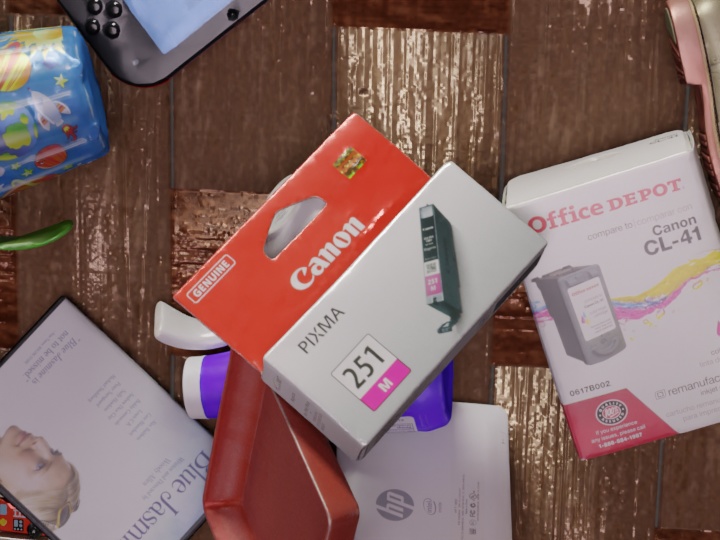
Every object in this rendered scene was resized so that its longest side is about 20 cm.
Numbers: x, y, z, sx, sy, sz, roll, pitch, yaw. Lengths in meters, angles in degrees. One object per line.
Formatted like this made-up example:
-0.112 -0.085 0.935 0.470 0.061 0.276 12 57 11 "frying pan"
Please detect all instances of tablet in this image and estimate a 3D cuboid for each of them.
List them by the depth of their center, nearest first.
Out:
0.045 0.175 1.416 0.129 0.201 0.014 3 137 -1 "tablet"

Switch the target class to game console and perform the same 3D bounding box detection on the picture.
-0.139 -0.250 1.404 0.200 0.031 0.177 -36 99 12 "game console"

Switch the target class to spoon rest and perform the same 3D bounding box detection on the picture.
-0.068 -0.007 1.437 0.060 0.100 0.200 35 121 -28 "spoon rest"

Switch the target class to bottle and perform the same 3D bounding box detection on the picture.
-0.031 0.082 1.450 0.199 0.084 0.065 -4 141 10 "bottle"

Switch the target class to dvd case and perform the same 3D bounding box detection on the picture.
-0.204 0.139 1.490 0.200 0.018 0.143 44 82 -7 "dvd case"

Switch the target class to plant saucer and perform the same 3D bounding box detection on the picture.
-0.055 0.168 1.372 0.036 0.200 0.200 -5 132 -21 "plant saucer"

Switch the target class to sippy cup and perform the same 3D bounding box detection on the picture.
-0.253 -0.115 1.404 0.129 0.140 0.178 -15 141 -2 "sippy cup"

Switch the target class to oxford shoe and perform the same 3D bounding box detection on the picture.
0.275 -0.103 1.384 0.073 0.071 0.201 -16 103 5 "oxford shoe"

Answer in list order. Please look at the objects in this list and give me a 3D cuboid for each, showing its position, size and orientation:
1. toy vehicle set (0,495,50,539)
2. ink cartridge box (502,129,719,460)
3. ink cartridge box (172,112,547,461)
-0.273 0.228 1.538 0.198 0.027 0.125 5 104 4 "toy vehicle set"
0.198 0.018 1.413 0.147 0.086 0.201 -17 103 10 "ink cartridge box"
0.000 0.000 1.332 0.173 0.044 0.200 40 70 9 "ink cartridge box"
